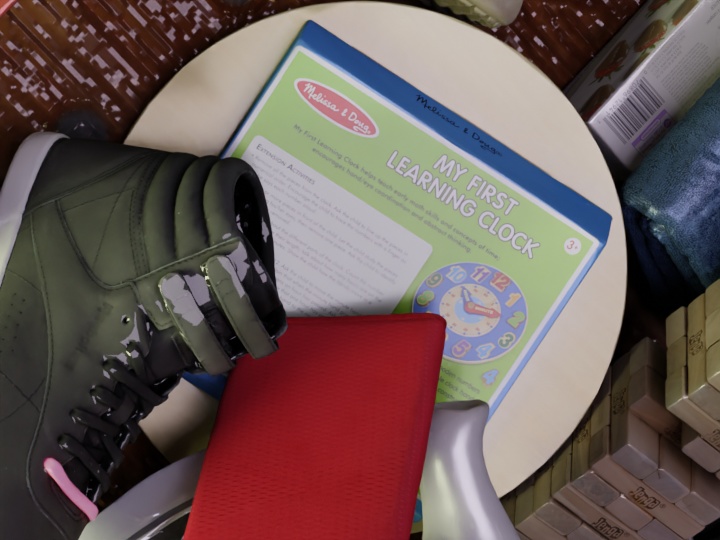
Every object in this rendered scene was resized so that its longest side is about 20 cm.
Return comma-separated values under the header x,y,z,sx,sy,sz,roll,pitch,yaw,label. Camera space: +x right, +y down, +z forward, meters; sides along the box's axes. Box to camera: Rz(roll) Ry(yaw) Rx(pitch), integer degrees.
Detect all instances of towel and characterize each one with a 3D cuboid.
x,y,z,sx,sy,sz,roll,pitch,yaw,label
0.186,-0.066,1.153,0.200,0.049,0.112,-46,146,-8,towel

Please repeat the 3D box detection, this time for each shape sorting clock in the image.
x,y,z,sx,sy,sz,roll,pitch,yaw,label
0.000,0.000,1.106,0.200,0.039,0.200,-1,98,-4,shape sorting clock

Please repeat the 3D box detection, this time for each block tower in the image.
x,y,z,sx,sy,sz,roll,pitch,yaw,label
0.124,0.054,1.110,0.054,0.058,0.200,36,124,-23,block tower

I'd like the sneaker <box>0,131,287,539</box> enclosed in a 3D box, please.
x,y,z,sx,sy,sz,roll,pitch,yaw,label
-0.081,0.035,1.011,0.071,0.099,0.200,62,30,-52,sneaker

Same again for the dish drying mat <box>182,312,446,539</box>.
x,y,z,sx,sy,sz,roll,pitch,yaw,label
-0.019,0.082,1.001,0.077,0.200,0.018,-3,126,12,dish drying mat

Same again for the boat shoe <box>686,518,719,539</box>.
x,y,z,sx,sy,sz,roll,pitch,yaw,label
0.189,0.050,1.193,0.200,0.057,0.067,-38,111,-12,boat shoe

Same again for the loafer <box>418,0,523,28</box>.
x,y,z,sx,sy,sz,roll,pitch,yaw,label
-0.010,-0.166,1.069,0.200,0.076,0.068,37,80,-26,loafer

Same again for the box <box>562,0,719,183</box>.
x,y,z,sx,sy,sz,roll,pitch,yaw,label
0.156,-0.117,1.160,0.200,0.039,0.041,-47,114,-8,box

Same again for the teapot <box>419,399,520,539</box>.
x,y,z,sx,sy,sz,roll,pitch,yaw,label
0.000,0.173,1.013,0.197,0.200,0.146,-30,123,4,teapot

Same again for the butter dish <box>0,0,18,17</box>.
x,y,z,sx,sy,sz,roll,pitch,yaw,label
-0.166,-0.181,0.937,0.200,0.148,0.199,44,81,6,butter dish

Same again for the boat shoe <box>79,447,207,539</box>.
x,y,z,sx,sy,sz,roll,pitch,yaw,label
-0.094,0.138,1.055,0.200,0.066,0.070,-35,155,-10,boat shoe
